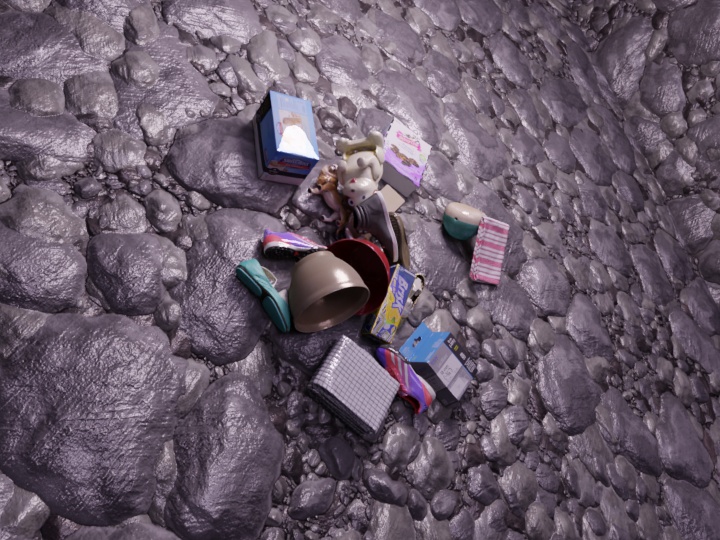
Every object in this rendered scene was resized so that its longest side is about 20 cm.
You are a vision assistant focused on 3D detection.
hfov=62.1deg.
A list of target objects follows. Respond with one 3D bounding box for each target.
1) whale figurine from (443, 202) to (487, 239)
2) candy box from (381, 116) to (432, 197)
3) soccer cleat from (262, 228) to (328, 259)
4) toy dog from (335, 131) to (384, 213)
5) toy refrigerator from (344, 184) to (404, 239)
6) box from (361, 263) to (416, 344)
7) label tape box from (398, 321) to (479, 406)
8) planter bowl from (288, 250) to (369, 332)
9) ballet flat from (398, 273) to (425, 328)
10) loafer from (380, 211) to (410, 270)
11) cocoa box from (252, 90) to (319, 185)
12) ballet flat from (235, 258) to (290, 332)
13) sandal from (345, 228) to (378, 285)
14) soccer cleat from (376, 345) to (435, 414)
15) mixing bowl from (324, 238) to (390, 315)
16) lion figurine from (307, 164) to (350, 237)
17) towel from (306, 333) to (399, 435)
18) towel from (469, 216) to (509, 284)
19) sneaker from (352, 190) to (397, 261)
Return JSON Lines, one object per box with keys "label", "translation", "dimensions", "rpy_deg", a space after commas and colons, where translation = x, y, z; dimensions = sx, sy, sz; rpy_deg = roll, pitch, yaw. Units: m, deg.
{"label": "whale figurine", "translation": [0.342, -0.156, 1.937], "dimensions": [0.157, 0.105, 0.199], "rpy_deg": [25, 18, 25]}
{"label": "candy box", "translation": [0.127, -0.363, 1.906], "dimensions": [0.166, 0.071, 0.202], "rpy_deg": [33, 51, -15]}
{"label": "soccer cleat", "translation": [-0.159, -0.065, 1.547], "dimensions": [0.197, 0.068, 0.074], "rpy_deg": [6, 53, -32]}
{"label": "toy dog", "translation": [-0.003, -0.251, 1.659], "dimensions": [0.137, 0.195, 0.203], "rpy_deg": [-1, 54, 10]}
{"label": "toy refrigerator", "translation": [0.042, -0.161, 1.739], "dimensions": [0.076, 0.070, 0.200], "rpy_deg": [42, 48, 1]}
{"label": "box", "translation": [0.076, 0.089, 1.583], "dimensions": [0.069, 0.064, 0.203], "rpy_deg": [29, 72, -20]}
{"label": "label tape box", "translation": [0.219, 0.245, 1.639], "dimensions": [0.201, 0.063, 0.144], "rpy_deg": [50, 47, -2]}
{"label": "planter bowl", "translation": [-0.092, 0.040, 1.455], "dimensions": [0.198, 0.201, 0.136], "rpy_deg": [-7, 60, -37]}
{"label": "ballet flat", "translation": [0.129, 0.079, 1.667], "dimensions": [0.071, 0.071, 0.201], "rpy_deg": [42, 49, -8]}
{"label": "loafer", "translation": [0.099, -0.072, 1.698], "dimensions": [0.067, 0.075, 0.204], "rpy_deg": [-45, 131, -61]}
{"label": "cocoa box", "translation": [-0.206, -0.359, 1.629], "dimensions": [0.131, 0.131, 0.203], "rpy_deg": [6, 62, -32]}
{"label": "ballet flat", "translation": [-0.215, 0.051, 1.435], "dimensions": [0.070, 0.067, 0.201], "rpy_deg": [-38, 88, -33]}
{"label": "sandal", "translation": [0.026, -0.035, 1.645], "dimensions": [0.059, 0.079, 0.209], "rpy_deg": [-32, 94, -4]}
{"label": "soccer cleat", "translation": [0.106, 0.278, 1.535], "dimensions": [0.200, 0.068, 0.073], "rpy_deg": [46, 62, -4]}
{"label": "mixing bowl", "translation": [0.000, 0.000, 1.553], "dimensions": [0.201, 0.200, 0.108], "rpy_deg": [50, 31, -1]}
{"label": "lion figurine", "translation": [-0.074, -0.199, 1.686], "dimensions": [0.122, 0.072, 0.203], "rpy_deg": [-25, 95, -54]}
{"label": "towel", "translation": [-0.017, 0.280, 1.443], "dimensions": [0.199, 0.085, 0.166], "rpy_deg": [41, 47, -8]}
{"label": "towel", "translation": [0.414, -0.060, 1.894], "dimensions": [0.145, 0.030, 0.204], "rpy_deg": [9, 93, -44]}
{"label": "sneaker", "translation": [0.036, -0.103, 1.603], "dimensions": [0.098, 0.071, 0.203], "rpy_deg": [-21, 115, -5]}
